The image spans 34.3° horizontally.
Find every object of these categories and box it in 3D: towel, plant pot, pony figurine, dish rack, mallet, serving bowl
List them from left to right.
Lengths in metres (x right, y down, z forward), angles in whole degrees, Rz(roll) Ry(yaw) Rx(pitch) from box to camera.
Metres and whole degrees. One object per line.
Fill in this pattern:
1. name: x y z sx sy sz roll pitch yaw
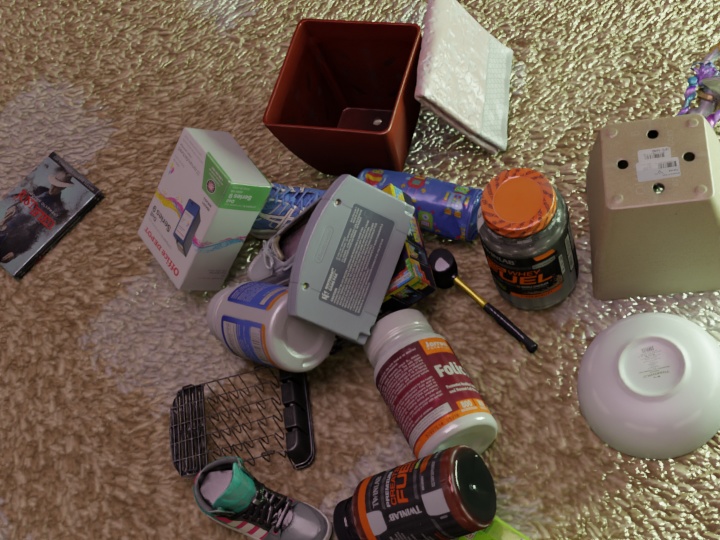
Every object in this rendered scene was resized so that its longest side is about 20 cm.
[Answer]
1. dish rack: -0.169 0.214 1.626 0.199 0.055 0.154 -15 56 10
2. plant pot: -0.007 -0.244 1.771 0.199 0.177 0.201 7 62 20
3. towel: 0.160 -0.298 1.752 0.032 0.191 0.201 -20 51 42
4. mallet: 0.167 0.041 1.615 0.041 0.066 0.200 -43 58 -9
5. serving bowl: 0.375 0.136 1.495 0.199 0.066 0.201 -8 57 13
6. plant pot: 0.399 -0.098 1.560 0.198 0.177 0.201 -5 58 14
7. pony figurine: 0.534 -0.250 1.642 0.200 0.166 0.193 -54 28 -13

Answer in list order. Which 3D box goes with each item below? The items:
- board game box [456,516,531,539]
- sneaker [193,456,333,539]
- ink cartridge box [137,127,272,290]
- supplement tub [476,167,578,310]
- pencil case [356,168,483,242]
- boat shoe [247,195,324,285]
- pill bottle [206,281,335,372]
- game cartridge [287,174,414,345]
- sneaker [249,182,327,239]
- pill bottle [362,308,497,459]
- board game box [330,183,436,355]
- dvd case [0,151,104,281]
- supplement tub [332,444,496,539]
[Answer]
1. board game box: 0.200 0.385 1.411 0.199 0.048 0.102 29 72 30
2. sneaker: -0.138 0.302 1.521 0.199 0.121 0.084 12 64 23
3. ink cartridge box: -0.236 -0.090 1.744 0.145 0.087 0.201 50 124 34
4. supplement tub: 0.224 -0.042 1.566 0.122 0.200 0.123 -8 58 13
5. pencil case: 0.085 -0.095 1.713 0.199 0.087 0.078 13 35 22
6. boat shoe: -0.094 -0.042 1.672 0.201 0.065 0.075 -32 51 28
7. pill bottle: -0.132 0.074 1.628 0.199 0.112 0.112 9 59 54
8. game cartridge: -0.018 -0.017 1.543 0.041 0.133 0.201 7 75 62
9. sneaker: -0.104 -0.090 1.748 0.199 0.077 0.076 -7 57 29
10. pill bottle: 0.087 0.156 1.542 0.114 0.114 0.201 -29 57 -2
11. board game box: 0.000 0.000 1.653 0.199 0.057 0.166 -33 51 27
12. dvd case: -0.540 -0.093 1.939 0.146 0.022 0.200 37 75 31
13. supplement tub: 0.062 0.295 1.451 0.199 0.107 0.108 -26 53 29
